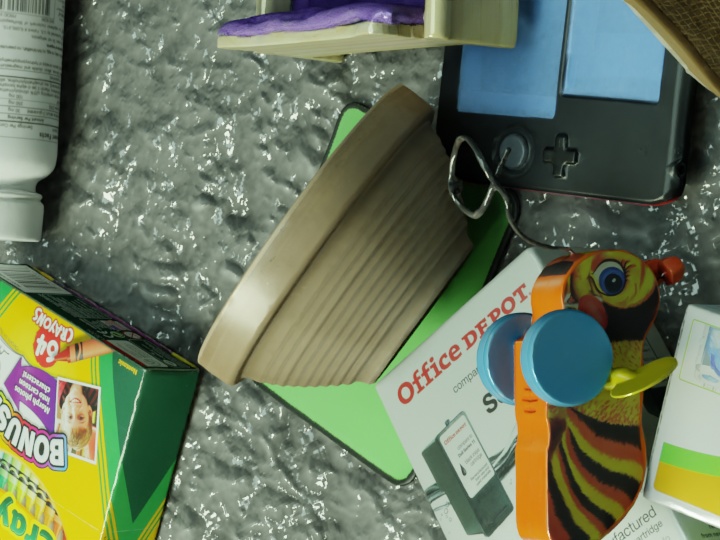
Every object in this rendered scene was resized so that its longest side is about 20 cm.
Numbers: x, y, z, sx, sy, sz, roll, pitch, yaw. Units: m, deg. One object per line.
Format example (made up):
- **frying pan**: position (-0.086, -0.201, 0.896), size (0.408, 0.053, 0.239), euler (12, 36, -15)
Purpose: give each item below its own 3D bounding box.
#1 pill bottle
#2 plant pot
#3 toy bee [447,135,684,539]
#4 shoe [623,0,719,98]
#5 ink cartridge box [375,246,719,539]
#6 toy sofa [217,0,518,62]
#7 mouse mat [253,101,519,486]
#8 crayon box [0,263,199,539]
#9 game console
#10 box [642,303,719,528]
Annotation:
- **pill bottle**: position (-0.270, -0.123, 1.498), size (0.113, 0.113, 0.202), euler (3, 90, 42)
- **plant pot**: position (0.000, 0.000, 1.215), size (0.092, 0.201, 0.201), euler (37, 116, 4)
- **toy bee**: position (0.119, 0.033, 1.046), size (0.131, 0.108, 0.202), euler (-143, 47, -59)
- **shoe**: position (0.153, -0.167, 1.093), size (0.070, 0.053, 0.201), euler (-36, 106, 5)
- **ink cartridge box**: position (0.114, 0.106, 1.161), size (0.147, 0.083, 0.201), euler (-44, 60, 32)
- **toy sofa**: position (0.000, -0.171, 1.238), size (0.199, 0.097, 0.084), euler (4, 91, 57)
- **mouse mat**: position (0.010, 0.013, 1.310), size (0.160, 0.007, 0.201), euler (33, 110, 38)
- **crayon box**: position (-0.215, 0.111, 1.474), size (0.199, 0.058, 0.174), euler (27, 106, 39)
- **game console**: position (0.120, -0.144, 1.194), size (0.176, 0.031, 0.202), euler (10, 96, 47)
- **box**: position (0.255, 0.091, 1.016), size (0.199, 0.112, 0.102), euler (20, 102, 39)
